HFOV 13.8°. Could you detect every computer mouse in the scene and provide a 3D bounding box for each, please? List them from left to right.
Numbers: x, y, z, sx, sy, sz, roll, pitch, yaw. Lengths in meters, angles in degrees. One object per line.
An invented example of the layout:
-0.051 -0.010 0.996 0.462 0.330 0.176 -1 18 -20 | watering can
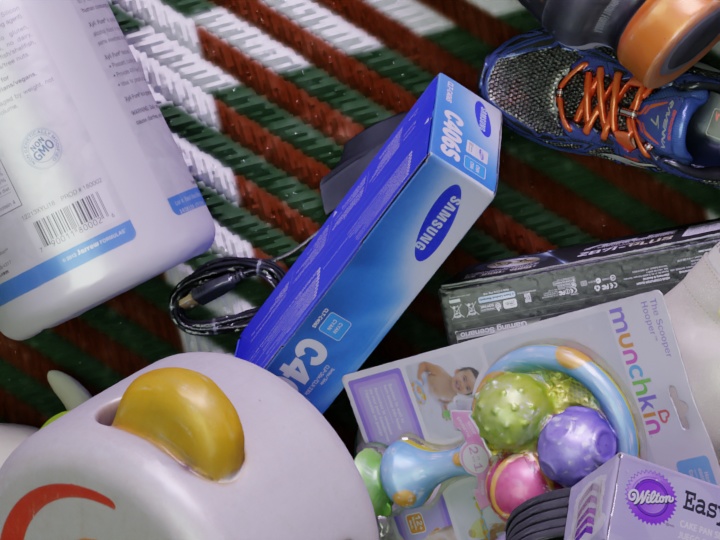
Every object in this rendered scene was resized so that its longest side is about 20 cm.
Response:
-0.023 -0.023 1.612 0.200 0.034 0.059 -35 90 14 | computer mouse

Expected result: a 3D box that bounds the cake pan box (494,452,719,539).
0.162 0.161 1.425 0.199 0.184 0.053 18 62 -13 | cake pan box

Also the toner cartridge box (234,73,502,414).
0.000 0.000 1.553 0.043 0.095 0.200 31 118 -13 | toner cartridge box

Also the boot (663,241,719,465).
0.202 0.088 1.470 0.154 0.072 0.200 -35 89 16 | boot

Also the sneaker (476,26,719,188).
0.157 -0.084 1.542 0.199 0.078 0.076 11 99 11 | sneaker

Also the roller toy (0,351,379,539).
-0.093 0.146 1.502 0.200 0.140 0.183 -27 92 44 | roller toy

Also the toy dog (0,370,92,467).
-0.256 0.118 1.630 0.199 0.140 0.195 28 89 7 | toy dog

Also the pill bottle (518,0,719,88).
0.106 -0.185 1.508 0.106 0.106 0.200 -45 74 14 | pill bottle

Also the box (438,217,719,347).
0.157 0.064 1.556 0.199 0.086 0.165 -12 95 13 | box

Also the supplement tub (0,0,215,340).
-0.174 -0.077 1.588 0.132 0.132 0.201 -25 90 14 | supplement tub

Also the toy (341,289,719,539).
0.075 0.090 1.461 0.199 0.047 0.116 -16 95 40 | toy

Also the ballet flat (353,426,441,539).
0.044 0.158 1.568 0.071 0.072 0.201 -14 64 14 | ballet flat
